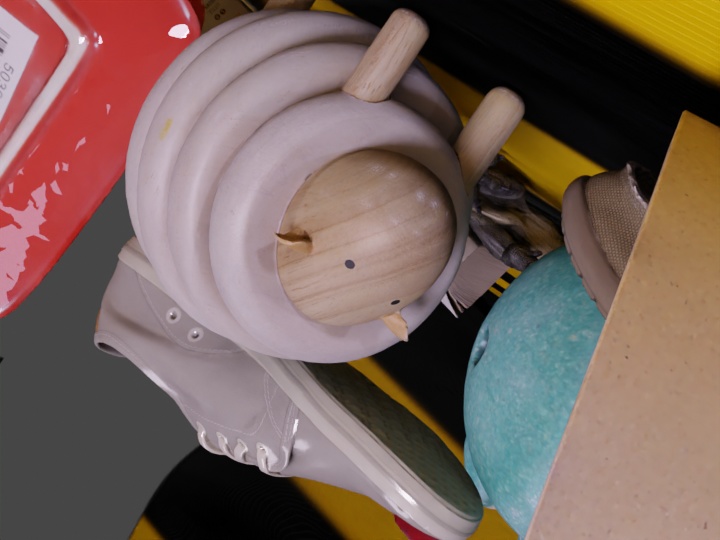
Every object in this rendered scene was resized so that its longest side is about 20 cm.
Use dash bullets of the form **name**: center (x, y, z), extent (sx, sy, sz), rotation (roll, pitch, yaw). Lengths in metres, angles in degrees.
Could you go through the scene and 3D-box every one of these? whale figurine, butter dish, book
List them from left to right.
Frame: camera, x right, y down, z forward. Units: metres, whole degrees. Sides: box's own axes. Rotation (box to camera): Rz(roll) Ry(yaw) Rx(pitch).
- **butter dish**: center (-0.151, -0.116, 0.831), extent (0.200, 0.200, 0.148), rotation (47, -148, 9)
- **book**: center (-0.005, -0.068, 1.011), extent (0.200, 0.048, 0.134), rotation (46, -178, 12)
- **whale figurine**: center (0.077, 0.050, 0.719), extent (0.103, 0.160, 0.200), rotation (21, 169, -16)

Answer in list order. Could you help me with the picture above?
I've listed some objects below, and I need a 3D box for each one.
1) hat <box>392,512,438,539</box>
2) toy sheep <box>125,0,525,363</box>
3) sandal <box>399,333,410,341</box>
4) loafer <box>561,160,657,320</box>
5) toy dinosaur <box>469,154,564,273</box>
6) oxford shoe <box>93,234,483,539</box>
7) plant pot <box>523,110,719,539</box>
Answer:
- **hat**: center (0.118, 0.146, 0.733), extent (0.199, 0.177, 0.166), rotation (12, 140, -5)
- **toy sheep**: center (-0.023, -0.036, 0.677), extent (0.138, 0.138, 0.200), rotation (34, 180, -27)
- **sandal**: center (0.005, -0.002, 0.836), extent (0.212, 0.077, 0.070), rotation (-83, -32, -72)
- **loafer**: center (0.135, 0.031, 0.559), extent (0.200, 0.067, 0.076), rotation (54, -168, 32)
- **toy dinosaur**: center (0.070, -0.028, 0.917), extent (0.200, 0.048, 0.088), rotation (38, -174, -12)
- **oxford shoe**: center (-0.033, 0.054, 0.724), extent (0.200, 0.058, 0.075), rotation (34, -176, 32)
- **plant pot**: center (0.133, 0.087, 0.416), extent (0.199, 0.188, 0.187), rotation (21, 179, 7)
